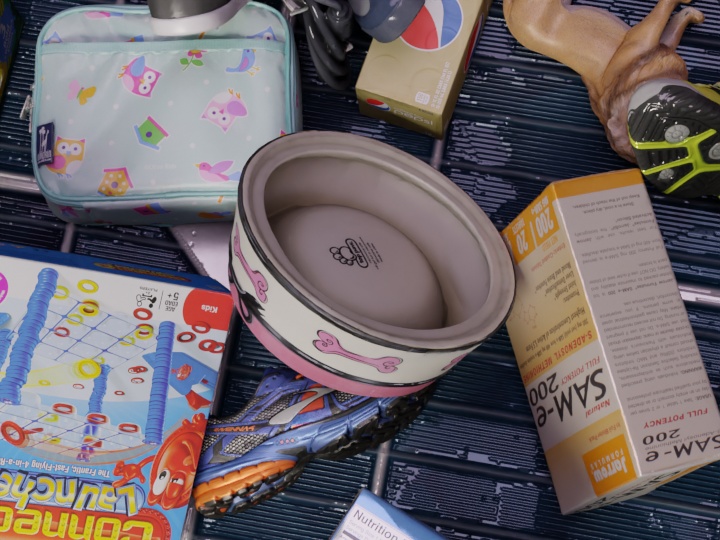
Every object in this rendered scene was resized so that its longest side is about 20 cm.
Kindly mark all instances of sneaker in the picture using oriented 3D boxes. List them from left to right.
[{"bbox_3d":[-0.110,-0.235,1.260,0.070,0.200,0.100,-3,111,7],"label":"sneaker"},{"bbox_3d":[-0.035,0.094,1.248,0.199,0.075,0.079,-26,73,-4],"label":"sneaker"},{"bbox_3d":[-0.007,-0.237,1.274,0.070,0.082,0.200,-44,36,23],"label":"sneaker"},{"bbox_3d":[0.237,-0.094,1.230,0.075,0.200,0.077,-32,58,28],"label":"sneaker"}]

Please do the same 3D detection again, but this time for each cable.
[{"bbox_3d":[-0.047,-0.226,1.277,0.051,0.163,0.201,-27,65,1],"label":"cable"}]

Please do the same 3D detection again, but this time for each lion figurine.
[{"bbox_3d":[0.166,-0.167,1.305,0.200,0.072,0.123,35,89,25],"label":"lion figurine"}]

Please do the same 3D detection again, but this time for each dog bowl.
[{"bbox_3d":[0.000,0.000,1.208,0.199,0.074,0.201,18,40,-16],"label":"dog bowl"}]

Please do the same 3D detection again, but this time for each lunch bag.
[{"bbox_3d":[-0.141,-0.116,1.299,0.199,0.077,0.161,-1,77,2],"label":"lunch bag"}]

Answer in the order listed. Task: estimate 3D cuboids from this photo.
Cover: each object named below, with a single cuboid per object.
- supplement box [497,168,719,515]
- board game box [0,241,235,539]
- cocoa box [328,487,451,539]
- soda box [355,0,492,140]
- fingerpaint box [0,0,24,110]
[{"bbox_3d":[0.160,0.050,1.210,0.073,0.126,0.201,-10,74,-22],"label":"supplement box"},{"bbox_3d":[-0.201,0.089,1.191,0.199,0.056,0.197,9,98,-24],"label":"board game box"},{"bbox_3d":[0.027,0.235,1.144,0.133,0.200,0.132,31,80,11],"label":"cocoa box"},{"bbox_3d":[0.061,-0.203,1.315,0.067,0.064,0.201,18,79,8],"label":"soda box"},{"bbox_3d":[-0.308,-0.119,1.266,0.073,0.167,0.201,11,77,6],"label":"fingerpaint box"}]
